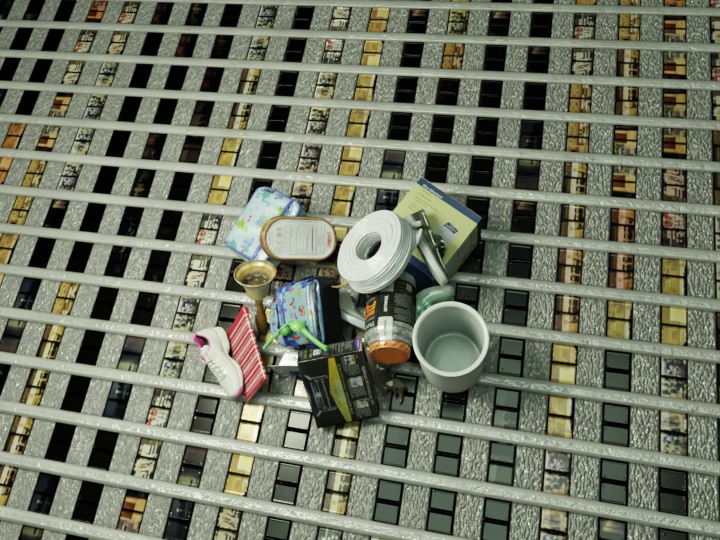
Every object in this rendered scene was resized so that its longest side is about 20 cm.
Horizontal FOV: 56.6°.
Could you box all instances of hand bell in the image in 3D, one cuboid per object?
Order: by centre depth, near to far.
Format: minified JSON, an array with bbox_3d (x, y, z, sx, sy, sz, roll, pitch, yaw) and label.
[{"bbox_3d":[-0.256,0.084,1.681,0.102,0.202,0.105,0,37,0],"label":"hand bell"}]

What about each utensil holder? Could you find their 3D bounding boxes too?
[{"bbox_3d":[0.211,0.186,1.552,0.167,0.200,0.172,-3,67,7],"label":"utensil holder"}]

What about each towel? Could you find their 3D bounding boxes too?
[{"bbox_3d":[-0.282,0.207,1.671,0.022,0.145,0.202,-5,61,-32],"label":"towel"}]

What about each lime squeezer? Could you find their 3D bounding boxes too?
[{"bbox_3d":[-0.157,0.148,1.553,0.198,0.071,0.038,-4,25,36],"label":"lime squeezer"}]

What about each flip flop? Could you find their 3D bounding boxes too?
[{"bbox_3d":[-0.055,-0.022,1.764,0.198,0.058,0.082,15,66,32],"label":"flip flop"}]

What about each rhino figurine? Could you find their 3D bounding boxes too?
[{"bbox_3d":[0.053,0.230,1.630,0.086,0.060,0.202,-24,83,-13],"label":"rhino figurine"}]

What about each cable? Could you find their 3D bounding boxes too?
[{"bbox_3d":[0.035,-0.045,1.565,0.198,0.069,0.202,2,62,44],"label":"cable"}]

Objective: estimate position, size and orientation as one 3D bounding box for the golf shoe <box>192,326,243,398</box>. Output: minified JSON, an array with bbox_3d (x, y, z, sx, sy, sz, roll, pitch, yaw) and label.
[{"bbox_3d":[-0.361,0.233,1.681,0.075,0.091,0.201,-45,60,26],"label":"golf shoe"}]

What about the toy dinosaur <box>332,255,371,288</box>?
[{"bbox_3d":[0.000,0.000,1.674,0.100,0.059,0.201,22,51,7],"label":"toy dinosaur"}]

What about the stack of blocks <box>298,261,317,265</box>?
[{"bbox_3d":[-0.193,-0.093,1.790,0.197,0.059,0.117,11,70,26],"label":"stack of blocks"}]

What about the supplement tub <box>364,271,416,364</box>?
[{"bbox_3d":[0.071,0.108,1.571,0.121,0.123,0.202,-2,58,8],"label":"supplement tub"}]

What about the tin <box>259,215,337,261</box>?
[{"bbox_3d":[-0.153,-0.078,1.676,0.197,0.042,0.114,0,97,-23],"label":"tin"}]

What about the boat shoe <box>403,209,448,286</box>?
[{"bbox_3d":[0.169,-0.059,1.583,0.063,0.071,0.202,-25,66,0],"label":"boat shoe"}]

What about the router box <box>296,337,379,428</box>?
[{"bbox_3d":[-0.050,0.266,1.570,0.155,0.202,0.052,-11,28,5],"label":"router box"}]

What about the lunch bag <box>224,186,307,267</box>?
[{"bbox_3d":[-0.241,-0.108,1.735,0.160,0.083,0.201,30,80,26],"label":"lunch bag"}]

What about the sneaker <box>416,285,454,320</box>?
[{"bbox_3d":[0.155,0.121,1.647,0.199,0.074,0.119,-27,59,16],"label":"sneaker"}]

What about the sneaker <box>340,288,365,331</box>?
[{"bbox_3d":[-0.048,0.085,1.704,0.198,0.073,0.071,30,83,20],"label":"sneaker"}]

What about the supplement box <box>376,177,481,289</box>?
[{"bbox_3d":[0.173,-0.084,1.703,0.199,0.135,0.200,37,78,20],"label":"supplement box"}]

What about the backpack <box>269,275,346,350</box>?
[{"bbox_3d":[-0.149,0.110,1.646,0.198,0.134,0.186,-8,85,36],"label":"backpack"}]

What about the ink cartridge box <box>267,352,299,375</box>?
[{"bbox_3d":[-0.120,0.231,1.644,0.197,0.100,0.040,-1,68,8],"label":"ink cartridge box"}]
